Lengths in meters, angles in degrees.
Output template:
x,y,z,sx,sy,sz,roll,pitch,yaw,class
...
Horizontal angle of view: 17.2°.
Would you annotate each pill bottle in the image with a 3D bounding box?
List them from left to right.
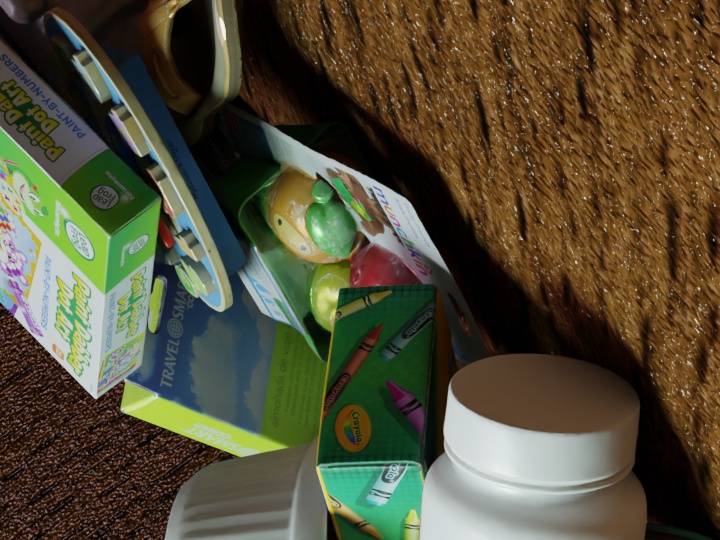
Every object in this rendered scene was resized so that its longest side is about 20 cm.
x,y,z,sx,sy,sz,roll,pitch,yaw,class
0.085,0.151,1.203,0.113,0.113,0.200,-141,49,-57,pill bottle

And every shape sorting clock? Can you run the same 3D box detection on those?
x,y,z,sx,sy,sz,roll,pitch,yaw,class
-0.131,-0.062,1.381,0.200,0.039,0.200,52,164,22,shape sorting clock

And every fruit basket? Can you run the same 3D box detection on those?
x,y,z,sx,sy,sz,roll,pitch,yaw,class
0.000,0.000,1.367,0.200,0.094,0.185,37,162,50,fruit basket

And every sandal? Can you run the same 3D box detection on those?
x,y,z,sx,sy,sz,roll,pitch,yaw,class
-0.101,-0.126,1.345,0.200,0.054,0.080,127,140,-64,sandal

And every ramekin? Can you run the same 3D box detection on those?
x,y,z,sx,sy,sz,roll,pitch,yaw,class
-0.047,0.192,1.320,0.202,0.094,0.203,-2,-90,-80,ramekin

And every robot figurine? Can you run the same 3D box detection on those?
x,y,z,sx,sy,sz,roll,pitch,yaw,class
-0.179,-0.186,1.508,0.200,0.113,0.170,50,-156,19,robot figurine

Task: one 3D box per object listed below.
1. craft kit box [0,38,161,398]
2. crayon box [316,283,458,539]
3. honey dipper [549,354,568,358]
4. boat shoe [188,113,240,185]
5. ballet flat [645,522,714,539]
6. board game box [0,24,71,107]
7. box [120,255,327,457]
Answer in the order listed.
x,y,z,sx,sy,sz,roll,pitch,yaw,class
-0.201,-0.045,1.399,0.197,0.049,0.200,41,153,15,craft kit box
0.025,0.115,1.312,0.200,0.058,0.119,75,-163,-49,crayon box
0.126,0.111,1.324,0.038,0.038,0.200,47,171,35,honey dipper
-0.083,-0.063,1.609,0.057,0.067,0.200,40,-176,-41,boat shoe
0.127,0.168,1.305,0.072,0.072,0.200,56,158,-16,ballet flat
-0.207,-0.115,1.540,0.151,0.037,0.200,48,-167,9,board game box
-0.074,0.058,1.553,0.200,0.122,0.048,25,148,-32,box
